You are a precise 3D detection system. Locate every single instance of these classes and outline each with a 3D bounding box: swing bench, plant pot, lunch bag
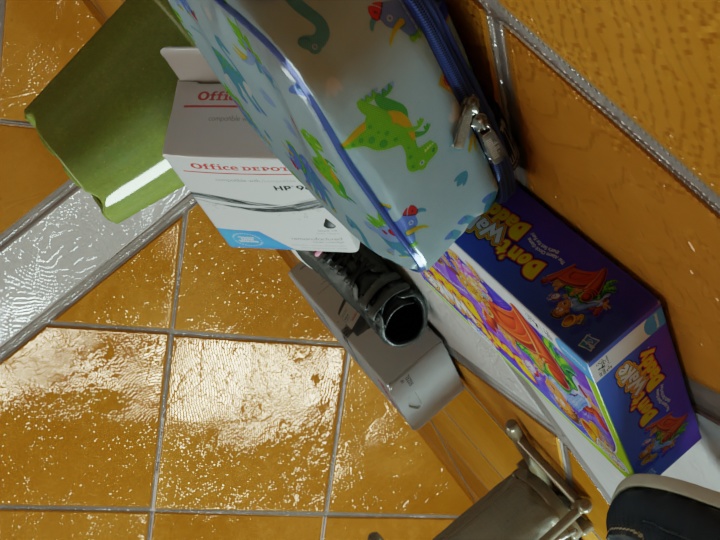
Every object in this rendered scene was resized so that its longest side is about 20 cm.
[{"bbox_3d":[0.137,0.289,1.190,0.130,0.199,0.200,48,174,26],"label":"swing bench"},{"bbox_3d":[-0.174,-0.143,0.947,0.200,0.190,0.200,49,174,7],"label":"plant pot"},{"bbox_3d":[-0.019,-0.101,0.527,0.200,0.082,0.161,45,173,48],"label":"lunch bag"}]

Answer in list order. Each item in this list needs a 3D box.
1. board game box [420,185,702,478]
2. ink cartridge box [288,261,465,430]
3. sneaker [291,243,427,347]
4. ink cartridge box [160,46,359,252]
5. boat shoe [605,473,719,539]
[{"bbox_3d":[0.086,0.011,0.595,0.200,0.045,0.135,46,172,42],"label":"board game box"},{"bbox_3d":[0.021,0.071,1.304,0.200,0.084,0.145,48,173,32],"label":"ink cartridge box"},{"bbox_3d":[0.000,0.000,1.120,0.200,0.071,0.099,47,175,-27],"label":"sneaker"},{"bbox_3d":[-0.073,-0.086,0.842,0.115,0.068,0.200,2,157,15],"label":"ink cartridge box"},{"bbox_3d":[0.165,0.139,0.503,0.075,0.062,0.200,34,165,-15],"label":"boat shoe"}]
